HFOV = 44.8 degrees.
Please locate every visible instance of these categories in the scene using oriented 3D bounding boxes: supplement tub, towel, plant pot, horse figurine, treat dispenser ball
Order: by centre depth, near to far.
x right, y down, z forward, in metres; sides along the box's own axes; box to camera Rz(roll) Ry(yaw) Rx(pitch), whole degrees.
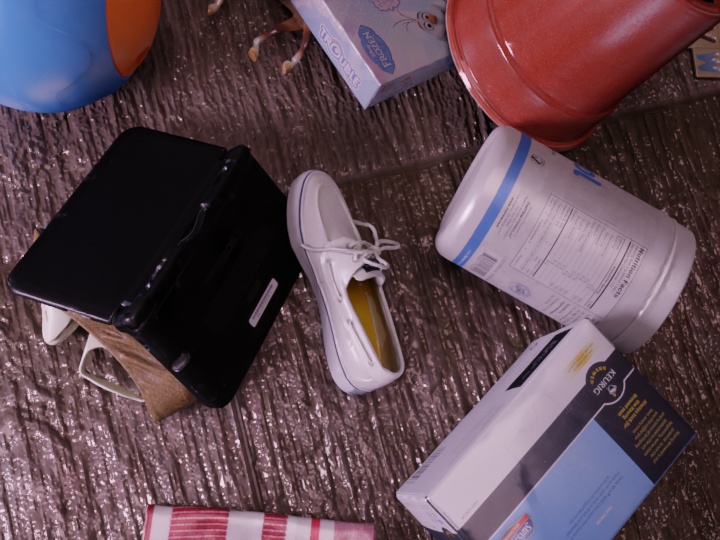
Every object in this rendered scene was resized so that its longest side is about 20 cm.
[{"bbox_3d":[-0.089,0.277,0.727,0.197,0.023,0.146,7,75,-7],"label":"towel"},{"bbox_3d":[-0.267,-0.235,0.727,0.197,0.201,0.204,2,76,-8],"label":"treat dispenser ball"},{"bbox_3d":[0.211,-0.238,0.772,0.198,0.195,0.204,12,66,-29],"label":"plant pot"},{"bbox_3d":[0.179,-0.028,0.784,0.198,0.132,0.133,28,74,-2],"label":"supplement tub"},{"bbox_3d":[-0.081,-0.269,0.839,0.200,0.050,0.132,43,65,7],"label":"horse figurine"}]

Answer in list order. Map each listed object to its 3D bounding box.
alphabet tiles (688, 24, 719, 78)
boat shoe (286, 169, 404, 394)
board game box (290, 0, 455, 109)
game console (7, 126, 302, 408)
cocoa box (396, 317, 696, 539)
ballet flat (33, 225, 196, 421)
[{"bbox_3d":[0.411,-0.285,0.944,0.196,0.006,0.169,-1,77,-9],"label":"alphabet tiles"},{"bbox_3d":[-0.003,0.001,0.760,0.074,0.086,0.205,-3,76,-44],"label":"boat shoe"},{"bbox_3d":[0.026,-0.276,0.835,0.198,0.043,0.201,-29,82,-34],"label":"board game box"},{"bbox_3d":[-0.159,-0.009,0.746,0.176,0.115,0.202,51,48,-31],"label":"game console"},{"bbox_3d":[0.150,0.164,0.732,0.131,0.133,0.200,45,74,3],"label":"cocoa box"},{"bbox_3d":[-0.222,0.053,0.744,0.200,0.068,0.072,43,91,-1],"label":"ballet flat"}]
